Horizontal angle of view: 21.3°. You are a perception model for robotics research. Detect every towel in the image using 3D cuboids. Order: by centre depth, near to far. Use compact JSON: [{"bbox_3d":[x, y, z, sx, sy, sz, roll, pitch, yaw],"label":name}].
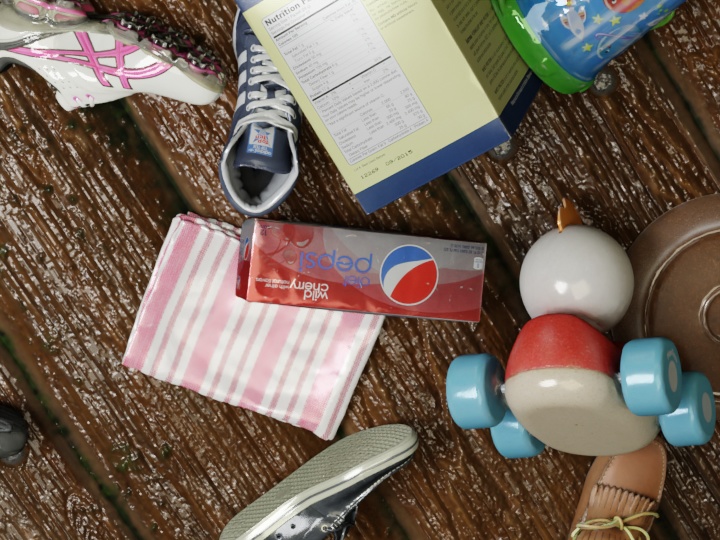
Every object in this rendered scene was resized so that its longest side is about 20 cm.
[{"bbox_3d":[-0.088,0.049,1.628,0.199,0.030,0.147,20,102,-6],"label":"towel"}]

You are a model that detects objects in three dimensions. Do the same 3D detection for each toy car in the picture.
[{"bbox_3d":[0.186,0.040,1.588,0.183,0.177,0.201,-6,67,27],"label":"toy car"}]

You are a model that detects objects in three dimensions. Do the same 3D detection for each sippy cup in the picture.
[{"bbox_3d":[0.186,-0.227,1.496,0.130,0.178,0.140,-29,102,27],"label":"sippy cup"}]

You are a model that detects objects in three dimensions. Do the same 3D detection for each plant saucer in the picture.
[{"bbox_3d":[0.314,0.036,1.635,0.199,0.035,0.202,0,104,-1],"label":"plant saucer"}]

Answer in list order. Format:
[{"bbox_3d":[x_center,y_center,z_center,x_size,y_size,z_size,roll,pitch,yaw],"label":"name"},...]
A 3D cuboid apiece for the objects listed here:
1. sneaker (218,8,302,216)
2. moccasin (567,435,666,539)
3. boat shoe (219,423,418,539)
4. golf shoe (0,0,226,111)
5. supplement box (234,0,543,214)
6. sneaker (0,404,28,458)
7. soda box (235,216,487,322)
[{"bbox_3d":[-0.074,-0.140,1.545,0.070,0.109,0.201,7,103,-4],"label":"sneaker"},{"bbox_3d":[0.211,0.231,1.652,0.073,0.078,0.202,25,101,-7],"label":"moccasin"},{"bbox_3d":[-0.028,0.199,1.644,0.199,0.075,0.062,-36,107,11],"label":"boat shoe"},{"bbox_3d":[-0.205,-0.168,1.556,0.199,0.073,0.093,21,108,6],"label":"golf shoe"},{"bbox_3d":[0.030,-0.187,1.478,0.134,0.200,0.200,-27,103,23],"label":"supplement box"},{"bbox_3d":[-0.375,0.173,1.634,0.198,0.075,0.116,2,108,8],"label":"sneaker"},{"bbox_3d":[0.000,0.000,1.581,0.199,0.063,0.071,6,92,-12],"label":"soda box"}]
